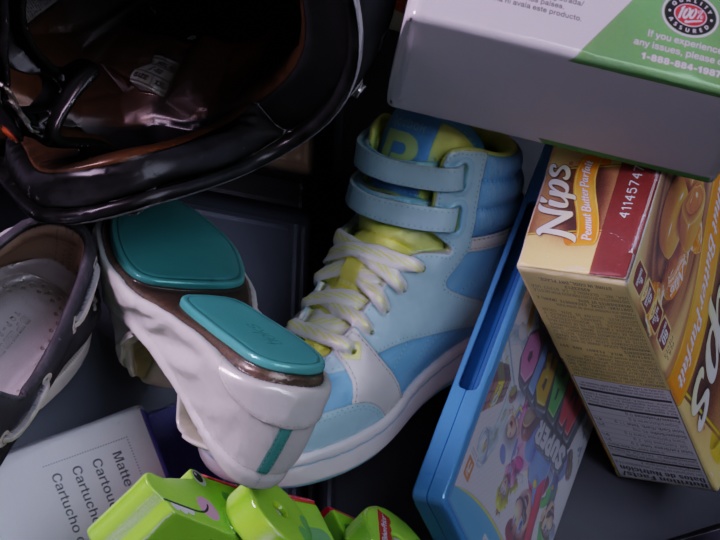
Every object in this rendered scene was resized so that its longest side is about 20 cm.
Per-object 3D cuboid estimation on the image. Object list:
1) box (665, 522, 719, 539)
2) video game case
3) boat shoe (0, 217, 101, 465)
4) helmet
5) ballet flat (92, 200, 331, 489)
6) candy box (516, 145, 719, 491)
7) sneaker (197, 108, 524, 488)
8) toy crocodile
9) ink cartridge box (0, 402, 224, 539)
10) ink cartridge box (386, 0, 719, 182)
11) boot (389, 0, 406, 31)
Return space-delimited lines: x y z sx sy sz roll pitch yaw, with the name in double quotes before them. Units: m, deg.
"box" 0.263 0.184 1.344 0.199 0.104 0.183 -14 84 -30
"video game case" 0.079 0.047 1.279 0.018 0.143 0.201 11 62 23
"boat shoe" -0.162 0.052 1.145 0.074 0.061 0.200 29 46 11
"helmet" -0.083 -0.127 1.187 0.190 0.200 0.201 -28 90 -15
"ballet flat" -0.071 0.030 1.188 0.069 0.200 0.070 -10 116 -20
"candy box" 0.132 0.002 1.285 0.200 0.055 0.116 59 45 -54
"sneaker" 0.000 0.000 1.236 0.200 0.079 0.131 -35 134 -40
"toy crocodile" -0.036 0.117 1.186 0.199 0.068 0.062 21 30 -47
"ink cartridge box" -0.100 0.164 1.189 0.199 0.041 0.201 -20 85 -32
"ink cartridge box" 0.103 -0.156 1.194 0.144 0.084 0.201 13 67 0
"boot" 0.101 -0.152 1.304 0.199 0.108 0.075 -1 37 -5
